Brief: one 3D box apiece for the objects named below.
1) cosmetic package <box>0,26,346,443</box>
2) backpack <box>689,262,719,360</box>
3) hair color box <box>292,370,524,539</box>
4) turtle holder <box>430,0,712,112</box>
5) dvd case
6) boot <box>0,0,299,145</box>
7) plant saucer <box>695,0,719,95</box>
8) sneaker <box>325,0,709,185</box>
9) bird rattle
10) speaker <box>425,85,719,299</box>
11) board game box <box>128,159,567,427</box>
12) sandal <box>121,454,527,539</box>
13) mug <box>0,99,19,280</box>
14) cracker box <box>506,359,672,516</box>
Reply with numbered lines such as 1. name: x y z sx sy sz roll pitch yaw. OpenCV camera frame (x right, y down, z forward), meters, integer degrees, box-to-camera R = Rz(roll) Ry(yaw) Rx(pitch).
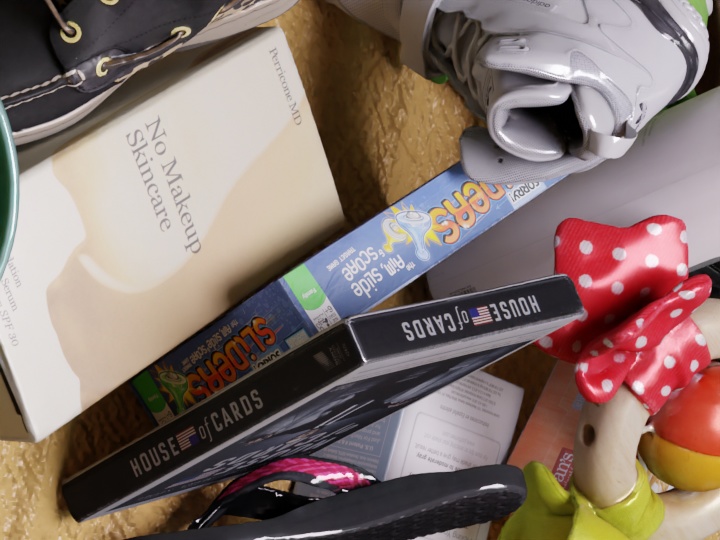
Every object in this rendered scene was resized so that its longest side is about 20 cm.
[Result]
1. cosmetic package: -0.105 -0.020 0.923 0.200 0.071 0.106 -37 117 -39
2. backpack: 0.278 -0.005 1.312 0.154 0.199 0.191 -60 141 -41
3. hair color box: 0.011 0.141 1.106 0.099 0.060 0.201 24 78 -49
4. turtle holder: 0.095 -0.154 1.109 0.185 0.141 0.132 26 55 -18
5. dvd case: -0.018 0.057 0.960 0.150 0.200 0.025 -11 75 -48
6. boot: -0.092 -0.126 0.840 0.199 0.151 0.073 -23 76 -22
7. plant saucer: 0.187 -0.166 1.190 0.037 0.200 0.201 -16 115 -7
8. sneaker: 0.052 -0.106 0.993 0.115 0.199 0.075 -52 157 -49
9. bird rattle: 0.143 0.069 1.054 0.163 0.112 0.201 -4 104 -38
10. speaker: 0.129 -0.027 1.093 0.081 0.200 0.082 23 56 -39
11. board game box: 0.000 0.000 1.011 0.200 0.135 0.035 -33 90 -41
12. sandal: -0.021 0.111 1.020 0.199 0.075 0.045 -11 70 -13
13. mug: -0.204 -0.047 0.760 0.152 0.114 0.186 -24 99 -8
14. cracker box: 0.143 0.116 1.214 0.134 0.057 0.200 -61 153 -23
